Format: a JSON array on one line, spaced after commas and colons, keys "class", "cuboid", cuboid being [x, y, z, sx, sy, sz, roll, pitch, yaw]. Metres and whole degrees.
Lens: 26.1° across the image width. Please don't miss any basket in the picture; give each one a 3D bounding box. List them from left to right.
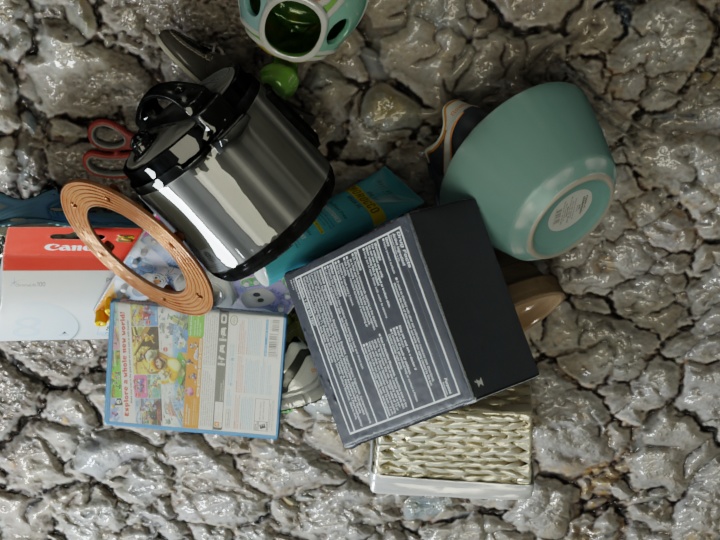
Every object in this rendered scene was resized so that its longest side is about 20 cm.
[{"class": "basket", "cuboid": [0.111, 0.185, 1.865, 0.198, 0.136, 0.124, 2, 120, 2]}]

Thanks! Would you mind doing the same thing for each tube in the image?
[{"class": "tube", "cuboid": [-0.031, -0.050, 1.702, 0.199, 0.077, 0.051, -29, 144, -20]}]

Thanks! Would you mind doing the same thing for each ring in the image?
[{"class": "ring", "cuboid": [-0.231, -0.026, 1.626, 0.199, 0.019, 0.201, 29, 154, 16]}]

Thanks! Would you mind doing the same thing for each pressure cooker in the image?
[{"class": "pressure cooker", "cuboid": [-0.144, -0.112, 1.588, 0.175, 0.179, 0.200, -34, 111, 25]}]

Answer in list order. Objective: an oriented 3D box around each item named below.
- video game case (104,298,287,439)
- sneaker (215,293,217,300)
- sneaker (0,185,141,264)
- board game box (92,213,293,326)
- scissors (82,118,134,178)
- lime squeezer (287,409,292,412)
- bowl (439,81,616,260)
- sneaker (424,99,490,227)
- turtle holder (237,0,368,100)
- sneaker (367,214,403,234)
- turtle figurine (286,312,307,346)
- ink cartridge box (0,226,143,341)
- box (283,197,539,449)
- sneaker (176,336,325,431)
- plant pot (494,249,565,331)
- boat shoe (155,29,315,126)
[{"class": "video game case", "cuboid": [-0.185, 0.111, 1.743, 0.198, 0.018, 0.145, 5, 101, 0]}, {"class": "sneaker", "cuboid": [-0.153, -0.057, 1.760, 0.075, 0.077, 0.200, 27, 122, -16]}, {"class": "sneaker", "cuboid": [-0.332, -0.061, 1.767, 0.198, 0.091, 0.078, 3, 150, -22]}, {"class": "board game box", "cuboid": [-0.175, 0.028, 1.755, 0.199, 0.026, 0.200, 23, 128, -21]}, {"class": "scissors", "cuboid": [-0.217, -0.135, 1.756, 0.198, 0.014, 0.074, 2, 120, 0]}, {"class": "lime squeezer", "cuboid": [-0.100, 0.145, 1.837, 0.199, 0.038, 0.071, -27, 142, 14]}, {"class": "bowl", "cuboid": [0.193, -0.088, 1.647, 0.200, 0.105, 0.202, -27, 147, -19]}, {"class": "sneaker", "cuboid": [0.118, -0.106, 1.721, 0.078, 0.079, 0.201, -29, 146, -28]}, {"class": "turtle holder", "cuboid": [-0.071, -0.273, 1.585, 0.141, 0.132, 0.185, 36, 129, -24]}, {"class": "sneaker", "cuboid": [0.000, 0.000, 1.800, 0.114, 0.076, 0.202, 1, 112, 8]}, {"class": "turtle figurine", "cuboid": [-0.081, 0.073, 1.846, 0.198, 0.065, 0.162, -11, 121, 10]}, {"class": "ink cartridge box", "cuboid": [-0.329, 0.017, 1.764, 0.158, 0.048, 0.200, 0, 152, -18]}, {"class": "box", "cuboid": [0.053, 0.056, 1.618, 0.198, 0.123, 0.202, -24, 83, 44]}, {"class": "sneaker", "cuboid": [-0.141, 0.131, 1.791, 0.198, 0.074, 0.081, -16, 101, 4]}, {"class": "plant pot", "cuboid": [0.125, 0.036, 1.769, 0.200, 0.200, 0.093, -32, 76, 21]}, {"class": "boat shoe", "cuboid": [-0.133, -0.205, 1.681, 0.200, 0.067, 0.057, 40, 100, -25]}]
